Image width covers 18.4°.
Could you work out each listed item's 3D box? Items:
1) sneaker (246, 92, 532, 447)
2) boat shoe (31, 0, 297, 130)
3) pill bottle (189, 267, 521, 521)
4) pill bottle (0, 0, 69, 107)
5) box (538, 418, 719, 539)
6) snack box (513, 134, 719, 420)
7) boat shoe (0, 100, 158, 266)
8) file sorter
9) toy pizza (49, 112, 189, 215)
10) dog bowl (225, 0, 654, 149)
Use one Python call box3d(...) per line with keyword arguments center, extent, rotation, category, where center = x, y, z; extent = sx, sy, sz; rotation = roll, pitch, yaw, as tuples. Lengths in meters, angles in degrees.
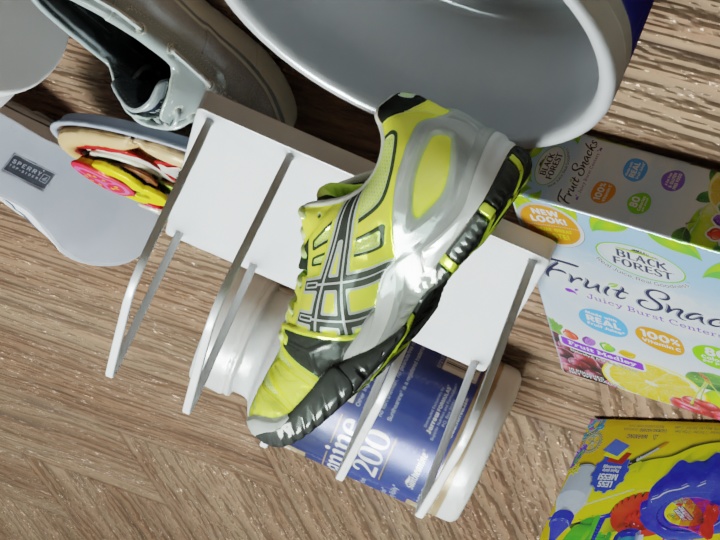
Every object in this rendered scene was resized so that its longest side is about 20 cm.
box3d(center=(0.000, 0.000, 1.054), extent=(0.076, 0.075, 0.200), rotation=(39, 114, 6), category="sneaker")
box3d(center=(-0.111, -0.115, 1.203), extent=(0.070, 0.072, 0.201), rotation=(4, 150, 41), category="boat shoe")
box3d(center=(-0.005, 0.075, 1.453), extent=(0.200, 0.111, 0.111), rotation=(25, 157, 3), category="pill bottle")
box3d(center=(-0.254, -0.135, 1.257), extent=(0.116, 0.116, 0.200), rotation=(40, 153, -30), category="pill bottle")
box3d(center=(0.216, 0.207, 1.397), extent=(0.200, 0.193, 0.122), rotation=(-3, 144, 49), category="box")
box3d(center=(0.168, 0.010, 1.204), extent=(0.142, 0.053, 0.200), rotation=(16, 155, 22), category="snack box")
box3d(center=(-0.208, -0.071, 1.426), extent=(0.200, 0.074, 0.065), rotation=(39, -172, -45), category="boat shoe")
box3d(center=(-0.023, 0.024, 1.184), extent=(0.200, 0.125, 0.139), rotation=(24, 149, 0), category="file sorter")
box3d(center=(-0.093, -0.043, 1.325), extent=(0.200, 0.032, 0.200), rotation=(19, 172, 3), category="toy pizza")
box3d(center=(0.032, -0.142, 0.984), extent=(0.200, 0.079, 0.200), rotation=(22, 157, 10), category="dog bowl")
